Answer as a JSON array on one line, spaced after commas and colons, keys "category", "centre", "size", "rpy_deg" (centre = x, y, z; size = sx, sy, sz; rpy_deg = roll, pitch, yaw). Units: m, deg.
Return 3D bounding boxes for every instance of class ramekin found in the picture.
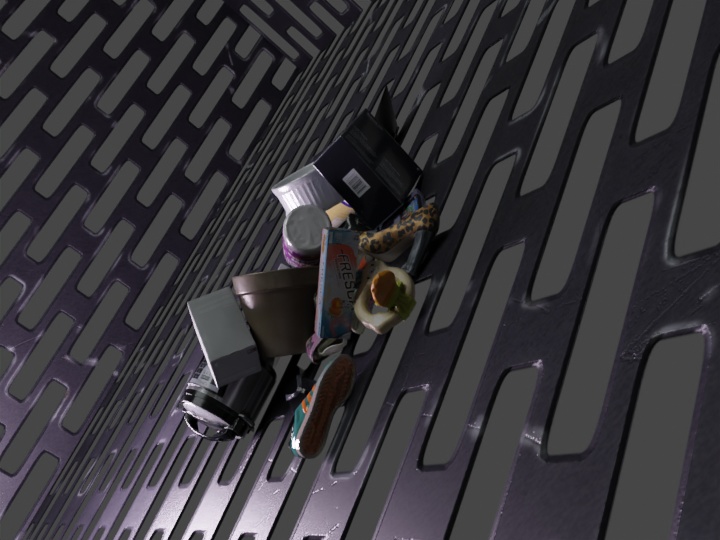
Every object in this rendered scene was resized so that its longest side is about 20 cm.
[{"category": "ramekin", "centre": [-0.103, -0.196, 1.904], "size": [0.197, 0.099, 0.201], "rpy_deg": [-27, 12, 6]}]

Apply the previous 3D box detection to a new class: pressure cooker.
[{"category": "pressure cooker", "centre": [-0.294, 0.277, 1.774], "size": [0.203, 0.176, 0.176], "rpy_deg": [-61, 6, -23]}]

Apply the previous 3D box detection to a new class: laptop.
[{"category": "laptop", "centre": [0.029, -0.345, 2.144], "size": [0.199, 0.115, 0.190], "rpy_deg": [-35, 26, 41]}]

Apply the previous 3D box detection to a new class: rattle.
[{"category": "rattle", "centre": [0.009, 0.010, 1.492], "size": [0.130, 0.141, 0.202], "rpy_deg": [-46, 45, 18]}]

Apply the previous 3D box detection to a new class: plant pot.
[{"category": "plant pot", "centre": [-0.166, 0.089, 1.711], "size": [0.199, 0.195, 0.179], "rpy_deg": [-12, 84, 61]}]

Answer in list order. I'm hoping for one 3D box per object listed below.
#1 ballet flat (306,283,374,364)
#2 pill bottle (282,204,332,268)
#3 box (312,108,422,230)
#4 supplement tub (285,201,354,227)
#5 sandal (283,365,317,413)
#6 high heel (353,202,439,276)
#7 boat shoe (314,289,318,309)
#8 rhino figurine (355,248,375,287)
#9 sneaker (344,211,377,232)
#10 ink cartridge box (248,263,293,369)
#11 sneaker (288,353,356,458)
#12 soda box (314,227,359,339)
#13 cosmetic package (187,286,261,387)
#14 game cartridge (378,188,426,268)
[{"category": "ballet flat", "centre": [-0.032, 0.114, 1.604], "size": [0.200, 0.069, 0.072], "rpy_deg": [-45, 39, 17]}, {"category": "pill bottle", "centre": [-0.122, -0.062, 1.829], "size": [0.114, 0.111, 0.201], "rpy_deg": [-59, -5, -17]}, {"category": "box", "centre": [0.020, -0.226, 1.788], "size": [0.104, 0.200, 0.183], "rpy_deg": [-38, 10, 34]}, {"category": "supplement tub", "centre": [-0.089, -0.181, 2.098], "size": [0.199, 0.144, 0.147], "rpy_deg": [-40, 23, 33]}, {"category": "sandal", "centre": [-0.130, 0.242, 1.640], "size": [0.077, 0.043, 0.200], "rpy_deg": [-56, 19, -6]}, {"category": "high heel", "centre": [0.065, -0.087, 1.591], "size": [0.197, 0.071, 0.145], "rpy_deg": [25, 91, 36]}, {"category": "boat shoe", "centre": [-0.065, 0.061, 1.645], "size": [0.071, 0.065, 0.205], "rpy_deg": [38, 124, 35]}, {"category": "rhino figurine", "centre": [0.000, 0.000, 1.721], "size": [0.087, 0.059, 0.202], "rpy_deg": [-43, 20, 36]}, {"category": "sneaker", "centre": [-0.007, -0.083, 1.834], "size": [0.081, 0.073, 0.200], "rpy_deg": [-59, -3, 8]}, {"category": "ink cartridge box", "centre": [-0.194, 0.112, 1.875], "size": [0.148, 0.084, 0.203], "rpy_deg": [109, -177, -61]}, {"category": "sneaker", "centre": [-0.078, 0.243, 1.477], "size": [0.079, 0.071, 0.203], "rpy_deg": [-8, 50, 58]}, {"category": "soda box", "centre": [-0.045, 0.023, 1.526], "size": [0.068, 0.062, 0.206], "rpy_deg": [-151, 65, -76]}, {"category": "cosmetic package", "centre": [-0.288, 0.137, 1.705], "size": [0.104, 0.092, 0.202], "rpy_deg": [-18, 45, -13]}, {"category": "game cartridge", "centre": [0.090, -0.083, 1.694], "size": [0.130, 0.038, 0.202], "rpy_deg": [-50, 20, 24]}]
